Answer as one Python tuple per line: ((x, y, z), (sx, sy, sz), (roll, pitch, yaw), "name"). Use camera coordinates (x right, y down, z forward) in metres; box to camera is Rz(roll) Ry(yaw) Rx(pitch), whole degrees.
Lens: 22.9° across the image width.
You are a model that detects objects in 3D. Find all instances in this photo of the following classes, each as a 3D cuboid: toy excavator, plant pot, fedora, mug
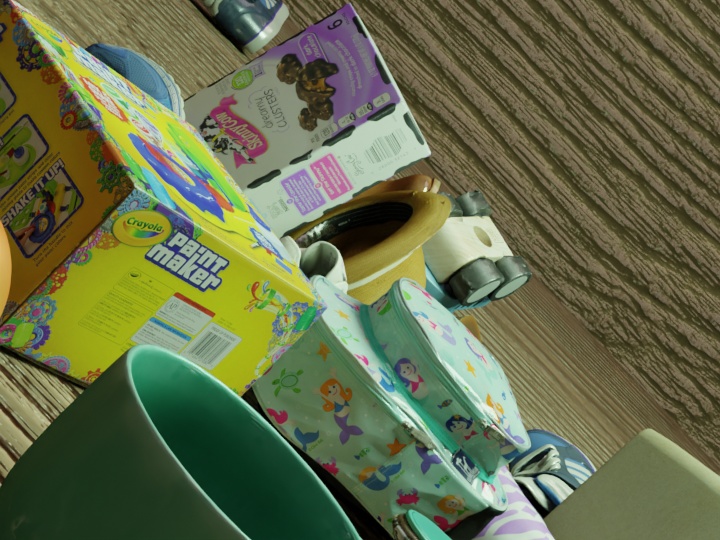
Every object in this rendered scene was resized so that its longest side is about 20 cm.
((0.065, 0.019, 1.715), (0.100, 0.200, 0.194), (59, 26, 14), "toy excavator")
((0.265, 0.252, 1.496), (0.200, 0.200, 0.177), (33, 17, -54), "plant pot")
((0.000, 0.000, 1.562), (0.201, 0.200, 0.082), (-105, 174, -72), "fedora")
((-0.073, 0.135, 0.768), (0.185, 0.114, 0.152), (44, 9, -19), "mug")

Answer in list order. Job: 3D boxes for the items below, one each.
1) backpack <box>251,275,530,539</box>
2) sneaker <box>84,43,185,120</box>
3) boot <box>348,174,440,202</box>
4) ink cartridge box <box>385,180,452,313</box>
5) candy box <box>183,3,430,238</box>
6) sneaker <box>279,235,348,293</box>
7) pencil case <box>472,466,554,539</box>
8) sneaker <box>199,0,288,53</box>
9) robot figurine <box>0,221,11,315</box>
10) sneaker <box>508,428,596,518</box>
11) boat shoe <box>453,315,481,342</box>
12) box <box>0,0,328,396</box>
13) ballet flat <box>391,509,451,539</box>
((0.017, 0.094, 1.276), (0.200, 0.151, 0.178), (38, 15, -18), "backpack")
((-0.185, -0.116, 1.435), (0.089, 0.079, 0.200), (30, 24, -54), "sneaker")
((-0.032, -0.088, 1.715), (0.155, 0.200, 0.077), (50, 50, -18), "boot")
((0.030, -0.021, 1.889), (0.146, 0.084, 0.200), (50, -2, 18), "ink cartridge box")
((-0.059, -0.126, 1.606), (0.072, 0.200, 0.168), (56, 6, -43), "candy box")
((-0.032, 0.036, 1.423), (0.075, 0.100, 0.200), (51, 9, 33), "sneaker")
((0.090, 0.190, 1.387), (0.200, 0.084, 0.086), (-121, -172, -48), "pencil case")
((-0.184, -0.409, 2.653), (0.147, 0.081, 0.200), (48, 14, -14), "sneaker")
((-0.226, -0.026, 0.771), (0.116, 0.144, 0.200), (-8, 49, -43), "robot figurine")
((0.173, 0.202, 1.679), (0.146, 0.080, 0.200), (43, 14, -46), "sneaker")
((0.046, 0.077, 1.562), (0.200, 0.070, 0.071), (-5, 91, -69), "boat shoe")
((-0.157, -0.030, 1.080), (0.193, 0.122, 0.200), (51, 10, 36), "box")
((0.076, 0.234, 1.156), (0.200, 0.072, 0.072), (40, 11, -25), "ballet flat")
